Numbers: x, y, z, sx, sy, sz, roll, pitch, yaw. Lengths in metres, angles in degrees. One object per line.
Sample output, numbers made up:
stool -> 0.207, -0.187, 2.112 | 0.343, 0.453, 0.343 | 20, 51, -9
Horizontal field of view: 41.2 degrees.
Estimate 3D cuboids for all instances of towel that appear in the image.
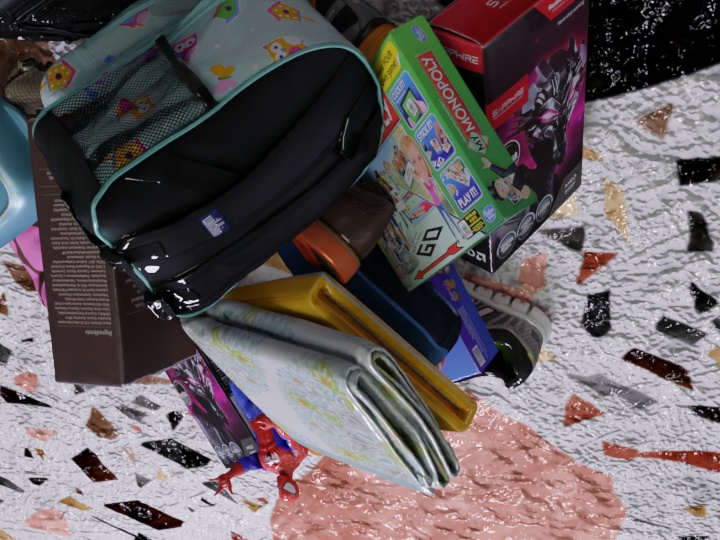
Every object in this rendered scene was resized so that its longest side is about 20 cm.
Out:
towel -> -0.030, 0.094, 0.751 | 0.199, 0.048, 0.172 | 12, 147, 41

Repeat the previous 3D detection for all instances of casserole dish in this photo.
casserole dish -> -0.334, -0.076, 0.812 | 0.199, 0.039, 0.122 | -25, 104, 42

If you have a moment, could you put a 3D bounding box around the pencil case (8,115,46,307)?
pencil case -> -0.307, -0.054, 0.890 | 0.093, 0.091, 0.201 | -32, 101, -1

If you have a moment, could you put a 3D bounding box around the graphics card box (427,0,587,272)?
graphics card box -> 0.109, -0.112, 0.687 | 0.051, 0.125, 0.201 | 28, 145, 32

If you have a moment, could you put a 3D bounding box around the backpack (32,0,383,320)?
backpack -> -0.090, -0.090, 0.618 | 0.199, 0.154, 0.176 | -32, 150, -4

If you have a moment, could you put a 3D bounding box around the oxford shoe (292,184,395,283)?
oxford shoe -> -0.053, -0.067, 0.738 | 0.200, 0.073, 0.071 | 38, 170, 33

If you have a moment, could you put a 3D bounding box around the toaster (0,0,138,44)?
toaster -> -0.168, -0.224, 0.619 | 0.199, 0.180, 0.120 | -18, 92, 33

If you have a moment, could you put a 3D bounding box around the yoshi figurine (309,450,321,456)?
yoshi figurine -> -0.070, 0.122, 1.046 | 0.112, 0.112, 0.201 | 48, 162, 25

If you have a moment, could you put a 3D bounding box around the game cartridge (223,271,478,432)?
game cartridge -> -0.025, 0.073, 0.791 | 0.176, 0.033, 0.199 | 41, 154, -22

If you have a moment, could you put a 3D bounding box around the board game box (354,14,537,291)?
board game box -> 0.038, -0.069, 0.667 | 0.135, 0.029, 0.200 | 58, 160, 5

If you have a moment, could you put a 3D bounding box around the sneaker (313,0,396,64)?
sneaker -> -0.031, -0.145, 0.761 | 0.077, 0.078, 0.200 | 51, 141, 6

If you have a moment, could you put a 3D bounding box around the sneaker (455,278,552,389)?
sneaker -> 0.083, 0.056, 0.910 | 0.198, 0.088, 0.074 | 18, 138, 0

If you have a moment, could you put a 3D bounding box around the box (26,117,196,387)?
box -> -0.188, -0.020, 0.741 | 0.074, 0.100, 0.202 | -1, 98, 24

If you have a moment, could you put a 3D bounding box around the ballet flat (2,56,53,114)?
ballet flat -> -0.202, -0.148, 0.745 | 0.198, 0.067, 0.047 | 2, 100, 29

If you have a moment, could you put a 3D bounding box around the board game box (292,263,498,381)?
board game box -> 0.017, 0.014, 0.861 | 0.134, 0.045, 0.201 | -23, 99, 36

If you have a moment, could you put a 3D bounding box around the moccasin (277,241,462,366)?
moccasin -> 0.000, 0.000, 0.797 | 0.200, 0.068, 0.081 | 48, 134, 5

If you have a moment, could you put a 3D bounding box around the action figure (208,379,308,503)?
action figure -> -0.106, 0.123, 0.877 | 0.065, 0.099, 0.202 | -22, 87, 22

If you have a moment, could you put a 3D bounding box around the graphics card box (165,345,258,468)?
graphics card box -> -0.153, 0.104, 0.981 | 0.201, 0.051, 0.125 | 58, 149, -3
